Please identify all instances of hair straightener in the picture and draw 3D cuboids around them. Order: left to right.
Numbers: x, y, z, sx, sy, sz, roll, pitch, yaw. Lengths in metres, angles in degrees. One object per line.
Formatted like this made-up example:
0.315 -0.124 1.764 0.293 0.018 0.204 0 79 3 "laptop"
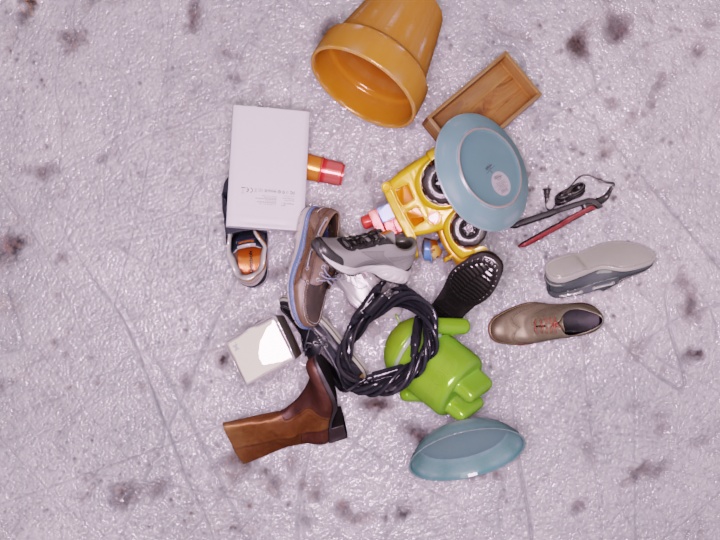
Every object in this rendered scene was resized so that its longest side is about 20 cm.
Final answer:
0.346 -0.115 1.629 0.197 0.041 0.078 -27 88 0 "hair straightener"

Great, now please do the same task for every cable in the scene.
0.041 0.123 1.529 0.163 0.051 0.201 38 93 30 "cable"

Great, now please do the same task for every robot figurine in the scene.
0.121 0.158 1.568 0.199 0.115 0.178 37 128 26 "robot figurine"

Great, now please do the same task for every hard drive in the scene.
-0.155 -0.169 1.580 0.129 0.027 0.205 4 84 -9 "hard drive"

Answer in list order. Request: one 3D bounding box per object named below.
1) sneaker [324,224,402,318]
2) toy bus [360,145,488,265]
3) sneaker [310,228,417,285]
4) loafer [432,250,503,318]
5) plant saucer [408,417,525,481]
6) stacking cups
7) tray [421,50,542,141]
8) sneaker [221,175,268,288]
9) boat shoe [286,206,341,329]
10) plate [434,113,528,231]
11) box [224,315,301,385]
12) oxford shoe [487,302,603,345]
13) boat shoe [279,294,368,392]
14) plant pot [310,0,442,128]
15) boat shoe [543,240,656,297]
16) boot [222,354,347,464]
0.000 0.000 1.598 0.199 0.075 0.100 41 118 1 "sneaker"
0.106 -0.081 1.586 0.190 0.136 0.203 -28 90 3 "toy bus"
0.007 -0.035 1.494 0.197 0.074 0.080 8 117 -38 "sneaker"
0.176 0.023 1.564 0.073 0.200 0.071 42 49 2 "loafer"
0.173 0.291 1.560 0.196 0.201 0.036 -11 56 0 "plant saucer"
-0.125 -0.184 1.633 0.196 0.061 0.062 15 88 -4 "stacking cups"
0.208 -0.275 1.612 0.199 0.037 0.099 -41 89 -18 "tray"
-0.195 -0.073 1.615 0.077 0.079 0.204 -12 87 1 "sneaker"
-0.071 -0.006 1.541 0.071 0.072 0.205 -1 84 38 "boat shoe"
0.204 -0.163 1.532 0.197 0.025 0.204 12 68 -31 "plate"
-0.155 0.127 1.545 0.094 0.200 0.079 -27 88 0 "box"
0.316 0.086 1.606 0.196 0.075 0.072 -10 89 0 "oxford shoe"
-0.072 0.124 1.606 0.062 0.075 0.200 -43 93 -22 "boat shoe"
0.045 -0.374 1.576 0.198 0.200 0.185 30 73 1 "plant pot"
0.410 0.002 1.627 0.196 0.073 0.063 -12 131 -7 "boat shoe"
-0.133 0.232 1.578 0.196 0.190 0.069 -12 45 1 "boot"
